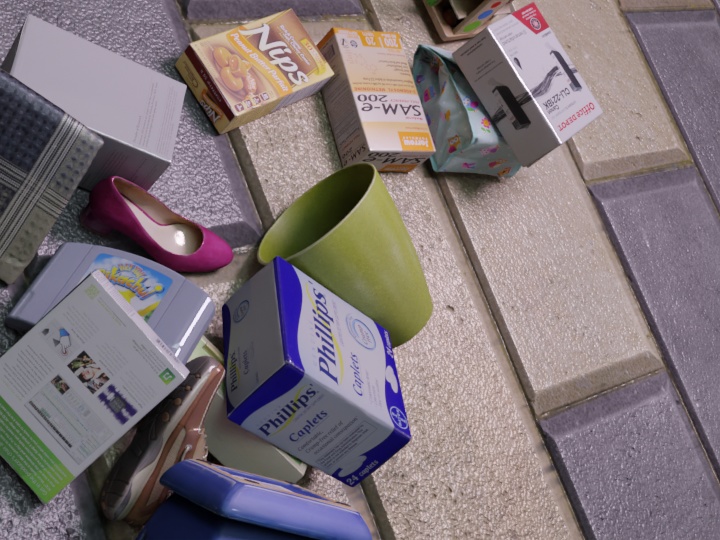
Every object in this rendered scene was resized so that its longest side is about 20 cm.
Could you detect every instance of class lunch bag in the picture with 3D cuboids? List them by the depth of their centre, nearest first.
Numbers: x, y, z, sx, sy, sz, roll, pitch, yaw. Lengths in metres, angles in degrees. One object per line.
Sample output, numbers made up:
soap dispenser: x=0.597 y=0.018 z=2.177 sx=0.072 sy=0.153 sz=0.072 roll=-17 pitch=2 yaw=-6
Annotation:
lunch bag: x=0.174 y=-0.256 z=1.655 sx=0.169 sy=0.122 sz=0.202 roll=2 pitch=63 yaw=-38

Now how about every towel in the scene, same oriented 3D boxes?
towel: x=-0.404 y=-0.111 z=1.150 sx=0.192 sy=0.035 sz=0.201 roll=33 pitch=96 yaw=-21

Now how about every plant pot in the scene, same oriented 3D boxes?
plant pot: x=-0.115 y=0.298 z=1.070 sx=0.199 sy=0.199 sz=0.182 roll=20 pitch=81 yaw=-28
plant pot: x=0.000 y=0.000 z=1.380 sx=0.200 sy=0.186 sz=0.188 roll=51 pitch=47 yaw=-22

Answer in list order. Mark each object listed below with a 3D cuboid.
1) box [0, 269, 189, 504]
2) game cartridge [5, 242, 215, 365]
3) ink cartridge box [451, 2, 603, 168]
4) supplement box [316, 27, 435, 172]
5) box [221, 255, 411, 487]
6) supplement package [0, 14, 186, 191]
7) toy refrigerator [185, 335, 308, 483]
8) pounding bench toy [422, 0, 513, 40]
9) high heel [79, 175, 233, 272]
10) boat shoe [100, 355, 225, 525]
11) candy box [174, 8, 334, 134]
box: x=-0.295 y=0.119 z=1.100 sx=0.200 sy=0.036 sz=0.145 roll=-41 pitch=95 yaw=3
game cartridge: x=-0.268 y=0.041 z=1.181 sx=0.198 sy=0.041 sz=0.134 roll=19 pitch=48 yaw=10
ink cartridge box: x=0.248 y=-0.273 z=1.585 sx=0.144 sy=0.083 sz=0.201 roll=-35 pitch=94 yaw=-44
supplement box: x=0.018 y=-0.247 z=1.568 sx=0.125 sy=0.073 sz=0.202 roll=-5 pitch=71 yaw=-36
box: x=-0.054 y=0.117 z=1.251 sx=0.199 sy=0.105 sz=0.185 roll=34 pitch=27 yaw=-31
supplement package: x=-0.323 y=-0.182 z=1.257 sx=0.199 sy=0.121 sz=0.121 roll=22 pitch=56 yaw=-26
toy refrigerator: x=-0.146 y=0.164 z=1.227 sx=0.200 sy=0.070 sz=0.076 roll=45 pitch=19 yaw=-8
pounding bench toy: x=0.156 y=-0.453 z=1.717 sx=0.199 sy=0.156 sz=0.125 roll=-18 pitch=79 yaw=-40
high heel: x=-0.228 y=-0.057 z=1.279 sx=0.199 sy=0.096 sz=0.068 roll=24 pitch=55 yaw=-24
boat shoe: x=-0.200 y=0.185 z=1.156 sx=0.072 sy=0.076 sz=0.201 roll=33 pitch=91 yaw=-29
candy box: x=-0.142 y=-0.276 z=1.479 sx=0.199 sy=0.055 sz=0.116 roll=-32 pitch=88 yaw=-41
